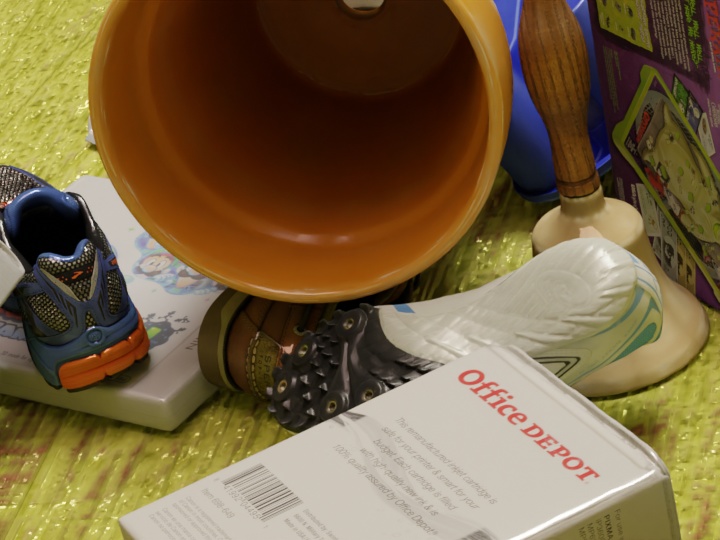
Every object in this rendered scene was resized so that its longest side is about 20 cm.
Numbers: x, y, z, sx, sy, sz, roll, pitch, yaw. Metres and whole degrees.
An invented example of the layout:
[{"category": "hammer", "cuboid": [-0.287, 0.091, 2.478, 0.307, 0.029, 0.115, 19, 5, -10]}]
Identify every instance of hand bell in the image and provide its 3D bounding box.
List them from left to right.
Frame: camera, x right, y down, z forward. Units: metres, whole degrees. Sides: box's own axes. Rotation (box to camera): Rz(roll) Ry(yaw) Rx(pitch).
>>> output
[{"category": "hand bell", "cuboid": [0.105, -0.050, 1.375, 0.104, 0.200, 0.104, -9, 30, 5]}]

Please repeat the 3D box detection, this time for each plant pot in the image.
[{"category": "plant pot", "cuboid": [-0.016, -0.112, 1.417, 0.200, 0.200, 0.183, -5, 24, 13]}]

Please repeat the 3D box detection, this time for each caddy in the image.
[{"category": "caddy", "cuboid": [0.124, -0.120, 1.567, 0.141, 0.105, 0.200, -39, 20, 26]}]

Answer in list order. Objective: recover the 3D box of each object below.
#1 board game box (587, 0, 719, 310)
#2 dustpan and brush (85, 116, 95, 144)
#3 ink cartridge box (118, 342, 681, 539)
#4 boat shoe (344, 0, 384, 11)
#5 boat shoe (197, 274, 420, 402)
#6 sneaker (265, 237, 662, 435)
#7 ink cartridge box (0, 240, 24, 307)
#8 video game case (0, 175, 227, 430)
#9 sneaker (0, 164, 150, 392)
[{"category": "board game box", "cuboid": [0.161, -0.076, 1.397, 0.032, 0.200, 0.120, -23, 32, -19]}, {"category": "dustpan and brush", "cuboid": [-0.059, -0.133, 1.713, 0.200, 0.057, 0.139, -34, 36, -33]}, {"category": "ink cartridge box", "cuboid": [0.020, 0.126, 1.227, 0.200, 0.085, 0.146, -26, 33, -18]}, {"category": "boat shoe", "cuboid": [0.001, -0.158, 1.603, 0.200, 0.072, 0.068, 14, 65, 51]}, {"category": "boat shoe", "cuboid": [0.000, 0.000, 1.470, 0.068, 0.072, 0.200, 14, 49, 32]}, {"category": "sneaker", "cuboid": [0.050, 0.043, 1.352, 0.200, 0.072, 0.072, -19, 53, 19]}, {"category": "ink cartridge box", "cuboid": [-0.272, 0.069, 1.430, 0.161, 0.050, 0.200, -12, 40, 53]}, {"category": "video game case", "cuboid": [-0.127, 0.013, 1.531, 0.200, 0.024, 0.182, 10, 37, 34]}, {"category": "sneaker", "cuboid": [-0.164, -0.015, 1.491, 0.075, 0.079, 0.200, -22, 32, -18]}]
